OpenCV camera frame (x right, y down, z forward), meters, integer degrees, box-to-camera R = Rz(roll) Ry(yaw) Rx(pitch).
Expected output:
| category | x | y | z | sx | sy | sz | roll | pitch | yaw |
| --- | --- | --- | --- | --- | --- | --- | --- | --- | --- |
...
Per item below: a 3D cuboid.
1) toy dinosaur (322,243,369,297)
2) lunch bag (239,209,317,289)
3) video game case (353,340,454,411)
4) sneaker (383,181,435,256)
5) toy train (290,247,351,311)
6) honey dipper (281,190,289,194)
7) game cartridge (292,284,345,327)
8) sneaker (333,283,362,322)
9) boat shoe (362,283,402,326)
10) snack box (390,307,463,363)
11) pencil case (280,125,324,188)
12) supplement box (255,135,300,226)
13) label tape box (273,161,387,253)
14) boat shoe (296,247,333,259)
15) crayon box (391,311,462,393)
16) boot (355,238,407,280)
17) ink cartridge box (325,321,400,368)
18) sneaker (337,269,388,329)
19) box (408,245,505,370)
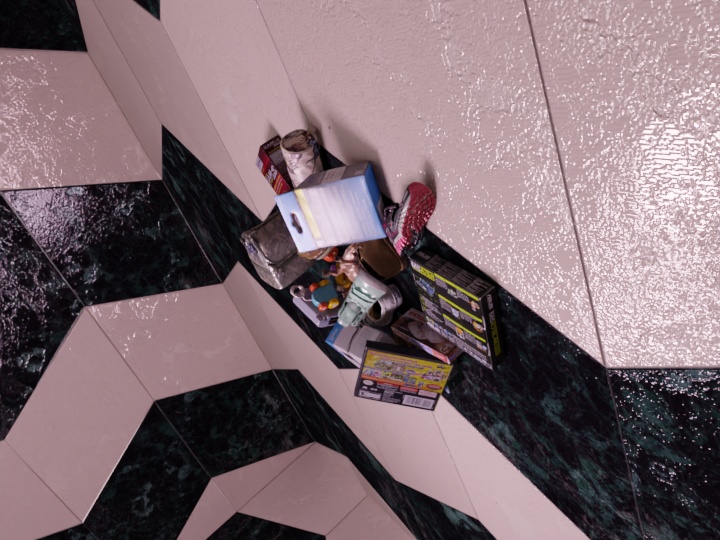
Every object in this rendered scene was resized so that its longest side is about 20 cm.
| category | x | y | z | sx | sy | sz | roll | pitch | yaw |
| --- | --- | --- | --- | --- | --- | --- | --- | --- | --- |
| toy dinosaur | 0.000 | 0.000 | 1.403 | 0.133 | 0.087 | 0.201 | -7 | 142 | 27 |
| lunch bag | -0.209 | -0.076 | 1.563 | 0.138 | 0.199 | 0.170 | 24 | 146 | 51 |
| video game case | 0.094 | 0.239 | 1.318 | 0.195 | 0.026 | 0.183 | 11 | 133 | -2 |
| sneaker | 0.077 | -0.098 | 1.066 | 0.075 | 0.080 | 0.201 | 50 | 160 | 15 |
| toy train | -0.094 | 0.015 | 1.501 | 0.148 | 0.202 | 0.056 | 25 | 149 | 4 |
| honey dipper | -0.111 | -0.124 | 1.367 | 0.198 | 0.038 | 0.038 | 35 | 154 | 25 |
| game cartridge | -0.077 | 0.088 | 1.556 | 0.133 | 0.197 | 0.042 | 43 | 122 | 33 |
| sneaker | -0.045 | 0.130 | 1.713 | 0.203 | 0.065 | 0.078 | 60 | 162 | -14 |
| boat shoe | 0.038 | 0.101 | 1.437 | 0.076 | 0.085 | 0.202 | 61 | 160 | 11 |
| snack box | 0.151 | 0.139 | 1.282 | 0.199 | 0.071 | 0.025 | 24 | 145 | 54 |
| pencil case | -0.111 | -0.213 | 1.297 | 0.078 | 0.088 | 0.202 | 48 | 162 | 39 |
| supplement box | -0.178 | -0.221 | 1.467 | 0.202 | 0.060 | 0.109 | 54 | 158 | 3 |
| label tape box | -0.054 | -0.125 | 1.180 | 0.195 | 0.064 | 0.146 | -8 | 125 | 20 |
| boat shoe | -0.070 | -0.099 | 1.273 | 0.072 | 0.067 | 0.202 | 53 | 125 | 31 |
| crayon box | 0.147 | 0.192 | 1.403 | 0.199 | 0.051 | 0.128 | 28 | 147 | 51 |
| boot | 0.012 | -0.065 | 1.272 | 0.201 | 0.075 | 0.074 | 49 | 161 | 17 |
| ink cartridge box | 0.025 | 0.199 | 1.435 | 0.145 | 0.084 | 0.199 | 42 | 166 | -28 |
| sneaker | -0.001 | 0.071 | 1.271 | 0.073 | 0.119 | 0.201 | 33 | 171 | 5 |
| box | 0.187 | 0.072 | 1.138 | 0.199 | 0.047 | 0.196 | 33 | 148 | 47 |
